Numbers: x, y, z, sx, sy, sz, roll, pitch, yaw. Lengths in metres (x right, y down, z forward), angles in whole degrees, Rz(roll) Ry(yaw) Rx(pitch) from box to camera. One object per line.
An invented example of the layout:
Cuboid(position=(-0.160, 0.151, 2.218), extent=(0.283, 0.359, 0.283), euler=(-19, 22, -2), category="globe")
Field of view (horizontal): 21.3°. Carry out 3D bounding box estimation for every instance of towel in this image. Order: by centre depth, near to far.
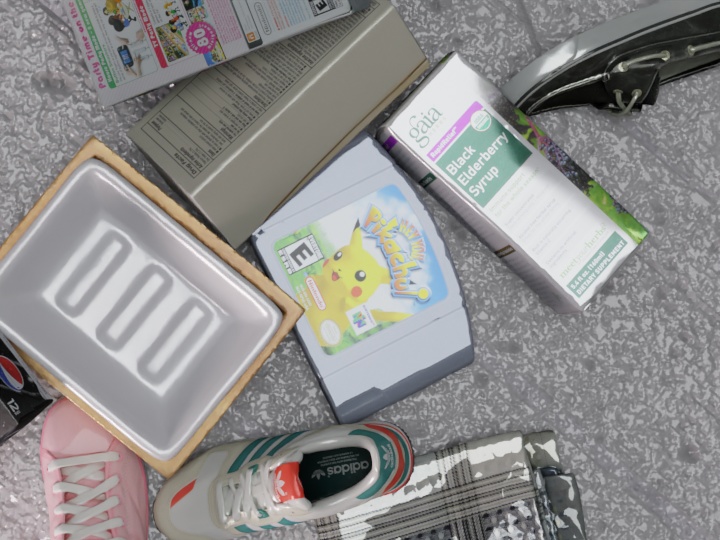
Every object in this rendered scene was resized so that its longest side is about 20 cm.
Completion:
Cuboid(position=(0.077, 0.228, 1.427), extent=(0.199, 0.035, 0.194), euler=(-13, 88, -6), category="towel")

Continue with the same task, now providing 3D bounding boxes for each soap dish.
Cuboid(position=(-0.164, 0.026, 1.388), extent=(0.200, 0.081, 0.158), euler=(39, 90, -1), category="soap dish")

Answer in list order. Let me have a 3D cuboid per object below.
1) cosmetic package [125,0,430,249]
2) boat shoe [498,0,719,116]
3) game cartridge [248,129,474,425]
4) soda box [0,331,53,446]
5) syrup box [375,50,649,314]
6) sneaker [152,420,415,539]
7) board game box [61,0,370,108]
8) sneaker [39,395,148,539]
Cuboid(position=(-0.060, -0.125, 1.394), extent=(0.200, 0.073, 0.104), euler=(-43, 47, -4), category="cosmetic package")
Cuboid(position=(0.200, -0.152, 1.438), extent=(0.199, 0.071, 0.064), euler=(-24, 79, -7), category="boat shoe")
Cuboid(position=(0.000, 0.000, 1.434), extent=(0.133, 0.040, 0.201), euler=(-27, 89, -10), category="game cartridge")
Cuboid(position=(-0.315, 0.129, 1.349), extent=(0.200, 0.063, 0.071), euler=(-38, 90, 18), category="soda box")
Cuboid(position=(0.110, -0.063, 1.424), extent=(0.200, 0.081, 0.079), euler=(43, 83, -3), category="syrup box")
Cuboid(position=(-0.063, 0.150, 1.374), extent=(0.198, 0.093, 0.071), euler=(-14, 82, 9), category="sneaker")
Cuboid(position=(-0.113, -0.217, 1.343), extent=(0.199, 0.064, 0.148), euler=(-18, 98, 17), category="board game box")
Cuboid(position=(-0.189, 0.186, 1.373), extent=(0.075, 0.105, 0.202), euler=(-8, 86, -3), category="sneaker")
